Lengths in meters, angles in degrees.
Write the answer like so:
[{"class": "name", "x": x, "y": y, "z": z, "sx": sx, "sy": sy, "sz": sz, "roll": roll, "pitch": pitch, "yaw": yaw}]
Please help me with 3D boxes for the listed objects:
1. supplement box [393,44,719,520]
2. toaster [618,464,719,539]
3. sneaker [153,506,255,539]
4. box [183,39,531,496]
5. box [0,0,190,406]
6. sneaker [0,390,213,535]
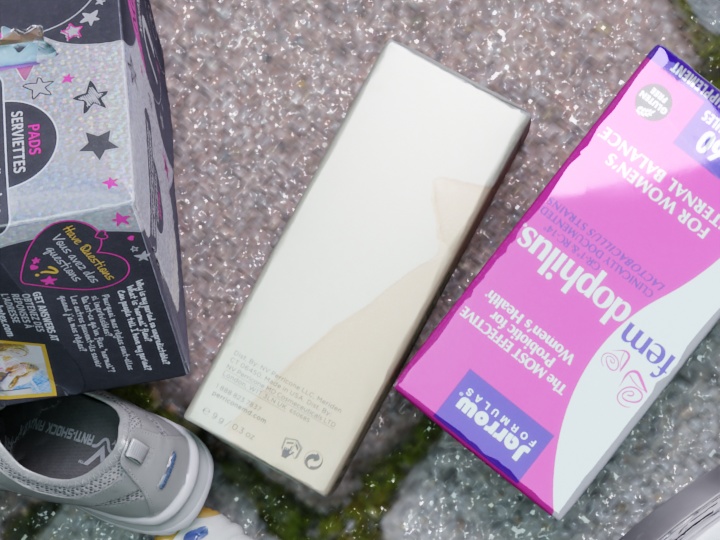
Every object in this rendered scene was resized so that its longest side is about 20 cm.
[{"class": "supplement box", "x": 0.114, "y": 0.008, "z": 1.111, "sx": 0.101, "sy": 0.103, "sz": 0.200, "roll": 38, "pitch": 90, "yaw": 4}, {"class": "toaster", "x": 0.151, "y": 0.172, "z": 1.083, "sx": 0.200, "sy": 0.129, "sz": 0.114, "roll": -40, "pitch": 84, "yaw": 0}, {"class": "sneaker", "x": -0.098, "y": 0.214, "z": 1.120, "sx": 0.088, "sy": 0.075, "sz": 0.201, "roll": 31, "pitch": 89, "yaw": 4}, {"class": "box", "x": 0.000, "y": 0.000, "z": 1.122, "sx": 0.077, "sy": 0.095, "sz": 0.201, "roll": 28, "pitch": 89, "yaw": 4}, {"class": "box", "x": -0.146, "y": -0.060, "z": 1.074, "sx": 0.114, "sy": 0.132, "sz": 0.201, "roll": -10, "pitch": 52, "yaw": 1}, {"class": "sneaker", "x": -0.168, "y": 0.066, "z": 1.113, "sx": 0.199, "sy": 0.082, "sz": 0.075, "roll": 8, "pitch": 69, "yaw": 21}]
